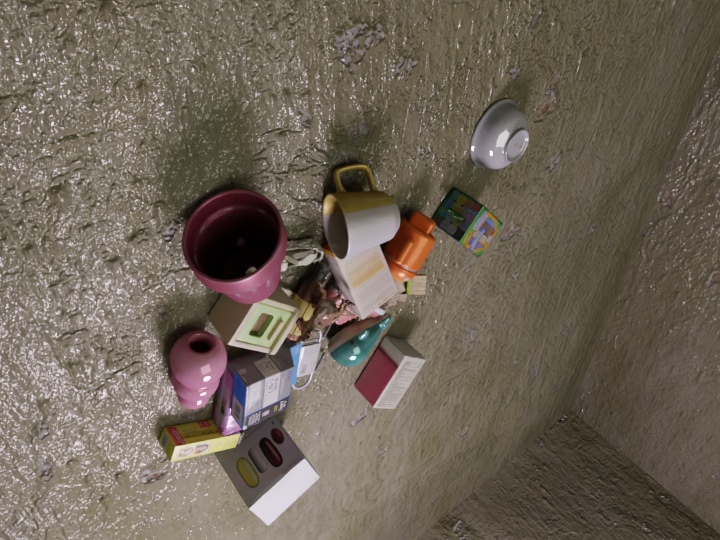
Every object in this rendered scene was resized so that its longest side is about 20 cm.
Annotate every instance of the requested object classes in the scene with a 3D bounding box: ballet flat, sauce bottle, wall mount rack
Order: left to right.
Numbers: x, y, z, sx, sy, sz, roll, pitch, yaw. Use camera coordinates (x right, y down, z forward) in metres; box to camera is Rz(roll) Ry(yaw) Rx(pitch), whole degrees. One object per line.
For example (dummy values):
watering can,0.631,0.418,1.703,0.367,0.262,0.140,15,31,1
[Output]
ballet flat,-0.166,-0.031,1.334,0.197,0.072,0.073,-16,132,-37
sauce bottle,-0.135,0.074,1.453,0.066,0.066,0.202,23,99,-52
wall mount rack,-0.136,0.213,1.572,0.171,0.074,0.203,-9,127,-38

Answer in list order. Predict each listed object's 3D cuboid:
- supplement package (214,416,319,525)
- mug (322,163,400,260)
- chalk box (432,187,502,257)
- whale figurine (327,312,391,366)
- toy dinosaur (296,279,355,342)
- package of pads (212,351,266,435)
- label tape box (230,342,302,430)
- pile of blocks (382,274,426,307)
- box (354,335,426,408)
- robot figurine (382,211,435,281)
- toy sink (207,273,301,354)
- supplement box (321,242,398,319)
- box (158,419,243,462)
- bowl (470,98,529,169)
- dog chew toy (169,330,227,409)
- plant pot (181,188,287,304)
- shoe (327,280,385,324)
supplement package,-0.255,0.533,1.605,0.190,0.199,0.148,-39,142,-15
mug,0.008,-0.131,1.341,0.150,0.150,0.190,-14,127,-22
chalk box,0.296,-0.144,1.676,0.125,0.124,0.199,-54,145,6
whale figurine,0.007,0.194,1.640,0.197,0.105,0.159,-27,170,-21
toy dinosaur,-0.091,0.109,1.415,0.137,0.085,0.199,-54,158,7
package of pads,-0.296,0.305,1.471,0.119,0.076,0.203,-12,129,-39
label tape box,-0.212,0.278,1.425,0.198,0.063,0.147,-19,134,-39
pile of blocks,0.095,0.052,1.676,0.197,0.062,0.083,-24,114,1
box,0.094,0.327,1.875,0.127,0.109,0.202,19,106,-51
robot figurine,0.126,-0.057,1.578,0.115,0.144,0.202,23,104,-30
toy sink,-0.223,0.105,1.349,0.132,0.112,0.199,-55,144,7
supplement box,0.000,0.000,1.475,0.125,0.073,0.203,-34,118,-21
box,-0.395,0.417,1.466,0.198,0.075,0.051,3,117,-46
bowl,0.404,-0.363,1.634,0.199,0.090,0.204,-27,138,-27
dog chew toy,-0.365,0.230,1.306,0.123,0.125,0.202,-15,139,-38
plant pot,-0.235,-0.028,1.174,0.199,0.200,0.180,-38,157,-16
shoe,-0.023,0.101,1.584,0.198,0.072,0.092,26,104,-40
